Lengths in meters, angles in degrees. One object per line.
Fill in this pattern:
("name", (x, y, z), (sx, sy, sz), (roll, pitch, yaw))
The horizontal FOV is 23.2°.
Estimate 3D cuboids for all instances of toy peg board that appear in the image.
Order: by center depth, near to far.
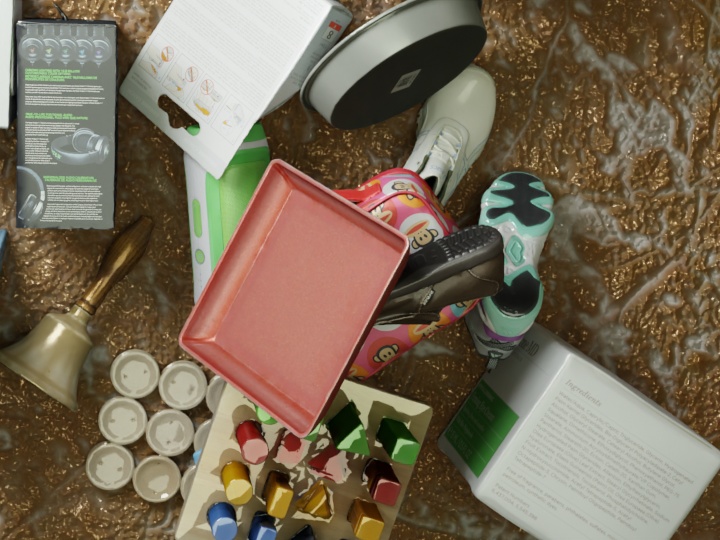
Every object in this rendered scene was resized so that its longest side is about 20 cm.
("toy peg board", (-0.050, 0.199, 1.643), (0.200, 0.098, 0.199), (18, 96, -10))

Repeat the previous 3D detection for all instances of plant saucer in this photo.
("plant saucer", (-0.055, 0.025, 1.582), (0.037, 0.200, 0.200), (23, 97, -49))

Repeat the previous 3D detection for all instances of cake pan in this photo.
("cake pan", (0.037, -0.197, 1.669), (0.200, 0.200, 0.037), (-29, 77, -2))

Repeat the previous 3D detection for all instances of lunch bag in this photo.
("lunch bag", (0.000, 0.000, 1.675), (0.200, 0.082, 0.176), (-32, 116, 10))

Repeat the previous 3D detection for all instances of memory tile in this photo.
("memory tile", (-0.171, 0.169, 1.793), (0.200, 0.017, 0.153), (13, 97, -11))

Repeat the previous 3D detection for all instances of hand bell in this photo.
("hand bell", (-0.268, 0.029, 1.732), (0.104, 0.104, 0.200), (35, 81, -12))

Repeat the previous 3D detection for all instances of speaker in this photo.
("speaker", (-0.127, -0.044, 1.728), (0.088, 0.088, 0.200), (-5, 100, -7))

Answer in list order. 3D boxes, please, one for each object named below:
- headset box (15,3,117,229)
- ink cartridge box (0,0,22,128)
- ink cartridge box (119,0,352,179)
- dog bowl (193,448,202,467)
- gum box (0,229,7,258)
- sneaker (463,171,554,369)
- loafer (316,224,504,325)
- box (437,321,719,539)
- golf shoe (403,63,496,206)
("headset box", (-0.274, -0.149, 1.643), (0.093, 0.174, 0.200), (1, 100, -8))
("ink cartridge box", (-0.417, -0.212, 1.627), (0.200, 0.145, 0.145), (4, 99, -9))
("ink cartridge box", (-0.121, -0.208, 1.682), (0.162, 0.050, 0.200), (41, 106, 27))
("dog bowl", (-0.076, 0.163, 1.745), (0.200, 0.111, 0.050), (-26, 89, -3))
("gum box", (-0.371, 0.054, 1.651), (0.045, 0.200, 0.170), (10, 97, -10))
("sneaker", (0.140, 0.007, 1.775), (0.078, 0.200, 0.140), (15, 142, -1))
("loafer", (0.045, 0.027, 1.610), (0.200, 0.073, 0.071), (-20, 115, 7))
("box", (0.215, 0.181, 1.755), (0.200, 0.199, 0.171), (35, 93, -12))
("golf shoe", (0.083, -0.110, 1.741), (0.078, 0.097, 0.200), (26, 94, -10))
